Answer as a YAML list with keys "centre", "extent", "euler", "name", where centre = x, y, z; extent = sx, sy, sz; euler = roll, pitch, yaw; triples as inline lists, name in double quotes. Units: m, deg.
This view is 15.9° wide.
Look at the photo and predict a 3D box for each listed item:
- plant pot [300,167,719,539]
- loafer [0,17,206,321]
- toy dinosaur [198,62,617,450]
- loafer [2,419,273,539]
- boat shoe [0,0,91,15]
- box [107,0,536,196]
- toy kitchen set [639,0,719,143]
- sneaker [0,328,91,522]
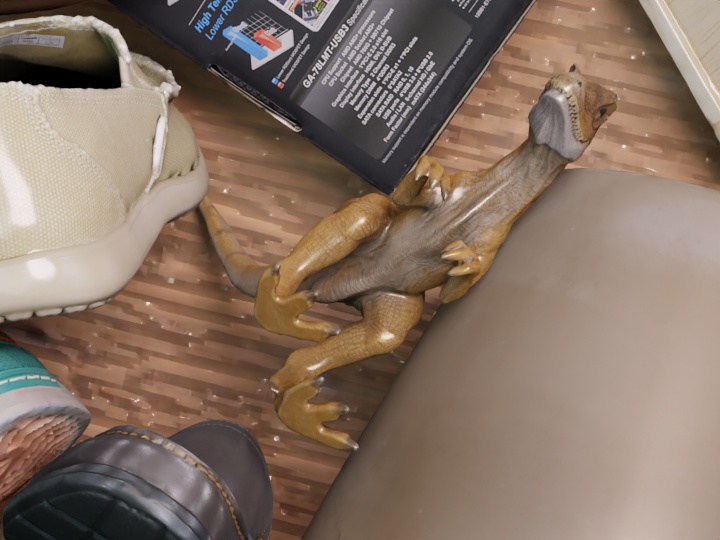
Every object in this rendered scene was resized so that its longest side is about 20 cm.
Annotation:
- centre: [0.077, 0.071, 0.759]
  extent: [0.199, 0.200, 0.174]
  euler: [14, 77, 9]
  name: "plant pot"
- centre: [-0.088, -0.042, 0.757]
  extent: [0.075, 0.200, 0.068]
  euler: [-6, 106, 1]
  name: "loafer"
- centre: [0.000, 0.000, 0.761]
  extent: [0.200, 0.106, 0.060]
  euler: [-20, 111, 45]
  name: "toy dinosaur"
- centre: [-0.059, 0.073, 0.767]
  extent: [0.073, 0.200, 0.072]
  euler: [34, 72, 2]
  name: "loafer"
- centre: [-0.137, -0.104, 0.767]
  extent: [0.199, 0.068, 0.072]
  euler: [-1, 111, 13]
  name: "boat shoe"
- centre: [-0.015, -0.157, 0.782]
  extent: [0.198, 0.050, 0.200]
  euler: [34, 114, -2]
  name: "box"
- centre: [0.227, -0.091, 0.772]
  extent: [0.200, 0.180, 0.163]
  euler: [-36, 80, 49]
  name: "toy kitchen set"
- centre: [-0.132, 0.041, 0.777]
  extent: [0.071, 0.200, 0.080]
  euler: [-39, 88, -12]
  name: "sneaker"
